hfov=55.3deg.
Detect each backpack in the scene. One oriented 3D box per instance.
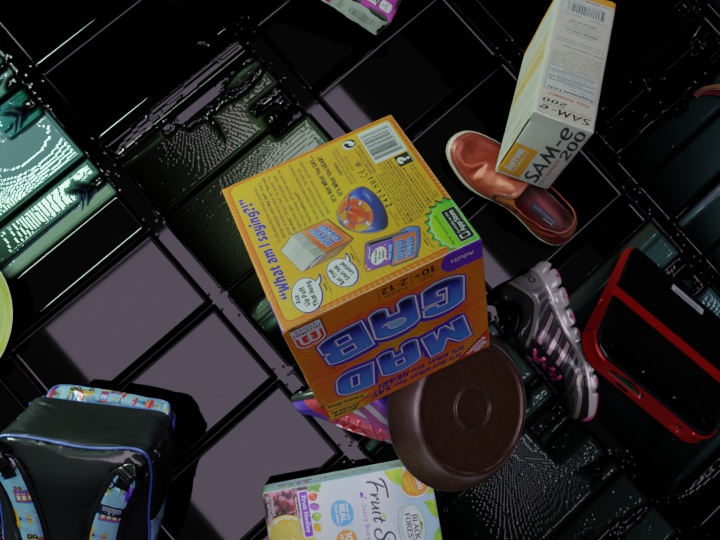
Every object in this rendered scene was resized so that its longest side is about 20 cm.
[{"bbox_3d":[-0.299,0.250,0.766,0.182,0.135,0.200,6,110,0],"label":"backpack"}]

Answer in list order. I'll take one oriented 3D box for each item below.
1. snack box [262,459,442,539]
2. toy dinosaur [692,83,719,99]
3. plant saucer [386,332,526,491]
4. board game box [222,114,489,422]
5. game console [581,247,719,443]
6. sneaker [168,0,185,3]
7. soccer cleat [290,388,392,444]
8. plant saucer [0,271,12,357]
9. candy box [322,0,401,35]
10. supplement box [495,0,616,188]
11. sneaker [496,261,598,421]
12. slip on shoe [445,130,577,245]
[{"bbox_3d":[-0.007,0.311,0.818,0.200,0.053,0.142,-9,85,-4],"label":"snack box"},{"bbox_3d":[0.579,-0.206,0.914,0.200,0.105,0.182,-23,100,32],"label":"toy dinosaur"},{"bbox_3d":[0.125,0.162,0.811,0.200,0.034,0.200,2,86,-29],"label":"plant saucer"},{"bbox_3d":[0.000,0.000,0.742,0.200,0.200,0.200,-25,54,-5],"label":"board game box"},{"bbox_3d":[0.372,0.091,0.842,0.200,0.031,0.177,39,59,-6],"label":"game console"},{"bbox_3d":[-0.169,-0.414,0.878,0.090,0.070,0.200,33,81,4],"label":"sneaker"},{"bbox_3d":[0.016,0.174,0.828,0.200,0.068,0.073,2,80,-7],"label":"soccer cleat"},{"bbox_3d":[-0.515,0.057,0.830,0.200,0.031,0.200,0,85,-3],"label":"plant saucer"},{"bbox_3d":[-0.025,-0.414,0.866,0.200,0.061,0.136,27,83,-15],"label":"candy box"},{"bbox_3d":[0.234,-0.218,0.825,0.073,0.126,0.200,19,66,-1],"label":"supplement box"},{"bbox_3d":[0.224,0.093,0.847,0.087,0.074,0.200,-18,82,-2],"label":"sneaker"},{"bbox_3d":[0.195,-0.109,0.871,0.200,0.061,0.074,41,85,3],"label":"slip on shoe"}]
